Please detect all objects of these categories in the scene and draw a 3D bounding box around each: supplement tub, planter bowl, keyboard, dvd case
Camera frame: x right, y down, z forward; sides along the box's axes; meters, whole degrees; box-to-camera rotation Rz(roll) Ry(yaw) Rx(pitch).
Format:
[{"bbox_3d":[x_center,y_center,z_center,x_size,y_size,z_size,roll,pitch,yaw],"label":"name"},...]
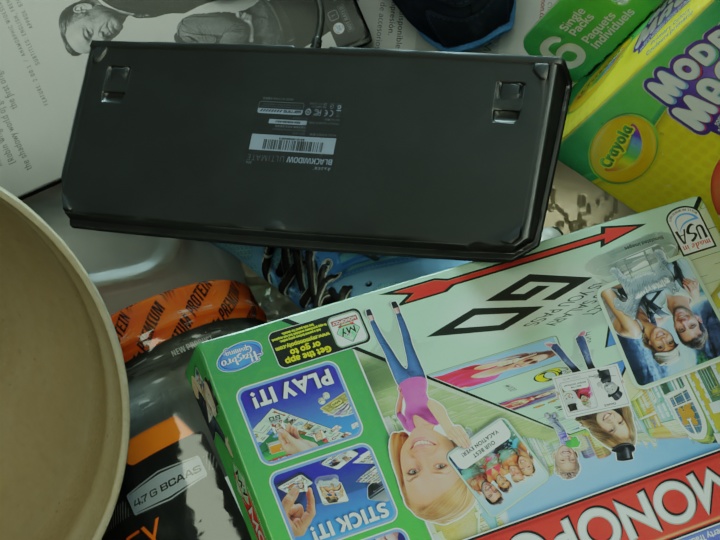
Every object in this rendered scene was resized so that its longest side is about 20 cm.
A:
[{"bbox_3d":[-0.046,0.113,0.786,0.122,0.123,0.200,-28,73,2],"label":"supplement tub"},{"bbox_3d":[-0.192,0.041,0.733,0.200,0.135,0.201,-3,103,-13],"label":"planter bowl"},{"bbox_3d":[-0.017,-0.068,0.738,0.200,0.021,0.127,6,76,24],"label":"keyboard"},{"bbox_3d":[-0.116,-0.120,0.794,0.200,0.025,0.151,-24,95,4],"label":"dvd case"}]

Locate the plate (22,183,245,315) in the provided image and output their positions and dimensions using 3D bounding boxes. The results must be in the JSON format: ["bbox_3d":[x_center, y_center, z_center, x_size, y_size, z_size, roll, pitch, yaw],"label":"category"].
[{"bbox_3d":[-0.159,-0.052,0.848,0.199,0.032,0.200,-10,78,-19],"label":"plate"}]

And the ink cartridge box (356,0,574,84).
[{"bbox_3d":[0.038,-0.157,0.857,0.175,0.084,0.200,5,78,10],"label":"ink cartridge box"}]

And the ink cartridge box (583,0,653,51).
[{"bbox_3d":[0.189,-0.131,0.813,0.162,0.057,0.200,38,62,-16],"label":"ink cartridge box"}]

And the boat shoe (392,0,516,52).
[{"bbox_3d":[0.012,-0.186,0.788,0.084,0.069,0.200,-33,75,0],"label":"boat shoe"}]

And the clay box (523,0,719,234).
[{"bbox_3d":[0.161,-0.046,0.726,0.200,0.115,0.048,31,51,-11],"label":"clay box"}]

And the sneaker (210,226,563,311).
[{"bbox_3d":[0.000,0.000,0.761,0.200,0.079,0.090,25,45,28],"label":"sneaker"}]

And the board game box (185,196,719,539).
[{"bbox_3d":[0.057,0.062,0.681,0.200,0.029,0.135,-17,70,-19],"label":"board game box"}]
